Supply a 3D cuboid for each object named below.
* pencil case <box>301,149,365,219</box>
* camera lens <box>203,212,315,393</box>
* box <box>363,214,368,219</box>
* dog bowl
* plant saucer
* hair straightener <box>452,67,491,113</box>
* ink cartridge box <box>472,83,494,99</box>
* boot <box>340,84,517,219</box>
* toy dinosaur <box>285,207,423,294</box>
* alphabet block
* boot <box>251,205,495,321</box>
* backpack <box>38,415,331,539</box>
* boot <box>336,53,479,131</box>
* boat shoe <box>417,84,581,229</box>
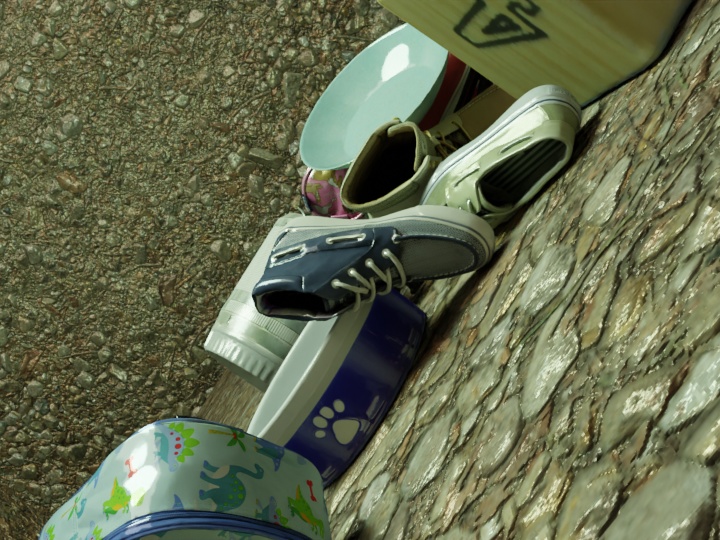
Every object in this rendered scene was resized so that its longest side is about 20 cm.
[{"bbox_3d":[-0.014,-0.106,1.072,0.087,0.083,0.200,-45,4,15],"label":"pencil case"},{"bbox_3d":[-0.070,0.046,1.076,0.201,0.159,0.160,-59,7,-14],"label":"camera lens"},{"bbox_3d":[0.027,-0.117,1.295,0.201,0.060,0.117,-61,-33,-32],"label":"box"},{"bbox_3d":[-0.025,0.100,0.857,0.201,0.078,0.200,-55,7,10],"label":"dog bowl"},{"bbox_3d":[0.022,-0.172,0.943,0.200,0.039,0.202,-33,35,26],"label":"plant saucer"},{"bbox_3d":[0.135,-0.162,0.956,0.041,0.077,0.202,-28,-37,-56],"label":"hair straightener"},{"bbox_3d":[0.151,-0.265,1.012,0.199,0.050,0.164,-33,46,43],"label":"ink cartridge box"},{"bbox_3d":[0.074,-0.116,0.859,0.200,0.072,0.155,-43,-17,7],"label":"boot"},{"bbox_3d":[0.000,0.000,0.939,0.199,0.102,0.078,13,74,54],"label":"toy dinosaur"},{"bbox_3d":[0.156,-0.269,0.735,0.196,0.199,0.196,-58,7,-13],"label":"alphabet block"},{"bbox_3d":[0.010,0.003,0.756,0.198,0.073,0.091,-3,41,24],"label":"boot"},{"bbox_3d":[-0.115,0.211,0.621,0.200,0.182,0.148,-49,33,28],"label":"backpack"},{"bbox_3d":[0.054,-0.225,1.023,0.073,0.143,0.201,-98,26,-52],"label":"boot"},{"bbox_3d":[0.105,-0.072,0.758,0.200,0.072,0.062,-49,16,43],"label":"boat shoe"}]
